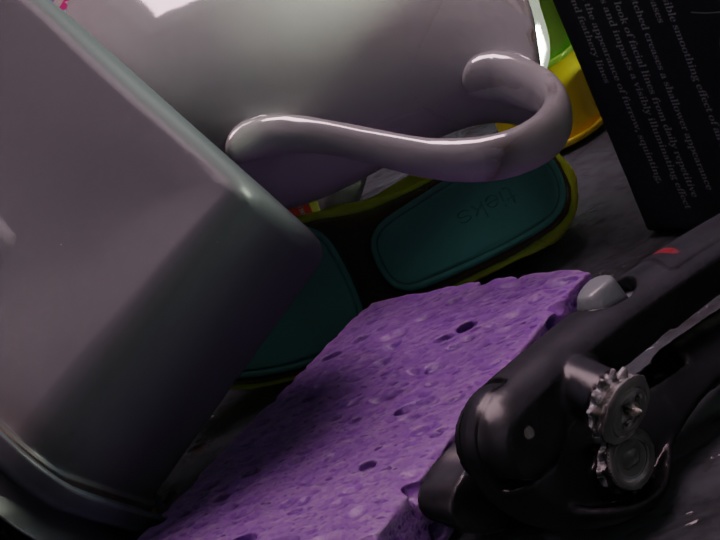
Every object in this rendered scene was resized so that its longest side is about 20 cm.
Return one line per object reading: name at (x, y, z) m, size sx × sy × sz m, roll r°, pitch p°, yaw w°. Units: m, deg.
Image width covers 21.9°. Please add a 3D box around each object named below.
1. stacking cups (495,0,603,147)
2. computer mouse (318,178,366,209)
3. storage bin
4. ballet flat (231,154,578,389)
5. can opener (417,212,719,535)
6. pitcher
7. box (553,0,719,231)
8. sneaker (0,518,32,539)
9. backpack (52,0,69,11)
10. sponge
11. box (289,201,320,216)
stacking cups at (0.061, -0.155, 0.897) m, size 0.060 × 0.201 × 0.061 m, roll -20°, pitch 19°, yaw 7°
computer mouse at (-0.019, -0.092, 0.963) m, size 0.059 × 0.034 × 0.201 m, roll -41°, pitch 32°, yaw 42°
storage bin at (-0.120, -0.016, 0.662) m, size 0.135 × 0.200 × 0.146 m, roll -50°, pitch -24°, yaw 1°
ballet flat at (0.000, 0.000, 0.798) m, size 0.199 × 0.067 × 0.067 m, roll -23°, pitch -3°, yaw 0°
can opener at (0.102, 0.017, 0.599) m, size 0.200 × 0.064 × 0.078 m, roll -35°, pitch 26°, yaw -26°
pitcher at (-0.017, -0.076, 0.753) m, size 0.198 × 0.122 × 0.172 m, roll -8°, pitch 29°, yaw 3°
box at (0.181, -0.104, 0.690) m, size 0.107 × 0.149 × 0.199 m, roll -37°, pitch 22°, yaw -30°
sneaker at (-0.158, 0.104, 0.706) m, size 0.085 × 0.078 × 0.200 m, roll -34°, pitch 11°, yaw -4°
backpack at (-0.140, -0.071, 0.995) m, size 0.199 × 0.151 × 0.179 m, roll -9°, pitch 55°, yaw 27°
sponge at (-0.001, 0.066, 0.654) m, size 0.111 × 0.030 × 0.200 m, roll -10°, pitch 24°, yaw 40°
box at (-0.106, 0.023, 0.839) m, size 0.199 × 0.076 × 0.050 m, roll -28°, pitch 21°, yaw -12°
